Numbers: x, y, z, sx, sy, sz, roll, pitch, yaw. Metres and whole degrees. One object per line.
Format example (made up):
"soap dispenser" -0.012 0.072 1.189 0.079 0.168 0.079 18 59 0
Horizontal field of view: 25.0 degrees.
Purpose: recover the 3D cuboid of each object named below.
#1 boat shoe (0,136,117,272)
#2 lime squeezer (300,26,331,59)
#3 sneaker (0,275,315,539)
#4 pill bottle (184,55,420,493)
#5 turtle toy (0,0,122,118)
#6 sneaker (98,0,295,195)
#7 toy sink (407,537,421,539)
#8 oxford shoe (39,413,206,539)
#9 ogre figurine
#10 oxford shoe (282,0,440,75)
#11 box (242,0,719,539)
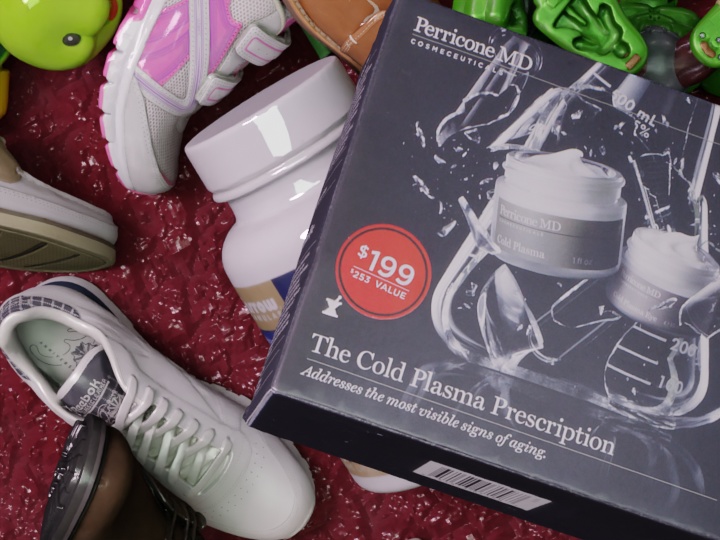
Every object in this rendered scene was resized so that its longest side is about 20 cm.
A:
"boat shoe" -0.207 -0.049 0.830 0.075 0.200 0.069 -16 65 42
"lime squeezer" -0.097 -0.184 0.872 0.200 0.038 0.071 23 93 -1
"sneaker" -0.112 0.082 0.865 0.200 0.081 0.076 36 92 -2
"pill bottle" 0.000 0.000 0.823 0.120 0.120 0.200 -31 102 3
"turtle toy" -0.220 -0.145 0.837 0.199 0.101 0.146 5 100 2
"sneaker" -0.077 -0.125 0.836 0.088 0.081 0.200 17 116 -3
"toy sink" 0.022 0.263 0.848 0.112 0.130 0.200 -24 93 2
"oxford shoe" -0.114 0.124 0.817 0.084 0.200 0.073 14 68 1
"ogre figurine" 0.148 -0.117 0.830 0.199 0.120 0.098 -13 89 0
"oxford shoe" 0.021 -0.124 0.813 0.071 0.071 0.200 -48 123 -16
"box" 0.073 0.007 0.708 0.199 0.104 0.183 18 74 -5
